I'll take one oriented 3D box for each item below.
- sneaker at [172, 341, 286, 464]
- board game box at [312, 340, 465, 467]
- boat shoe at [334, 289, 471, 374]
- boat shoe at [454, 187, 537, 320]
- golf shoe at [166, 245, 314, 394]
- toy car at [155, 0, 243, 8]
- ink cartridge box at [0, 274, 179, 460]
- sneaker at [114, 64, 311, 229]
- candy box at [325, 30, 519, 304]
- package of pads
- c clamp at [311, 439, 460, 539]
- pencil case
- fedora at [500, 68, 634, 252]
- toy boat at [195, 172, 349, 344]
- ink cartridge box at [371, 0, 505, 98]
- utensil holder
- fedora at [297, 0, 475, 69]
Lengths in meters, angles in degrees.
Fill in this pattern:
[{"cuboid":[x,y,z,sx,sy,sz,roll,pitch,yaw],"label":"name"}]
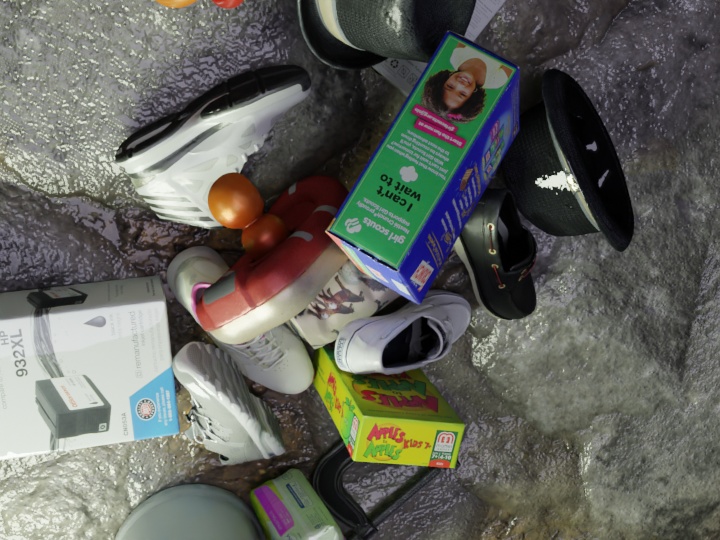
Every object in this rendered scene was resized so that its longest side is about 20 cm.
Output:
[{"cuboid":[-0.144,0.148,1.012,0.082,0.075,0.200,-26,137,2],"label":"sneaker"},{"cuboid":[0.021,0.129,1.011,0.101,0.200,0.048,8,104,-17],"label":"board game box"},{"cuboid":[0.062,0.070,1.030,0.200,0.065,0.074,-21,114,-45],"label":"boat shoe"},{"cuboid":[0.149,-0.011,1.043,0.201,0.063,0.074,58,46,-45],"label":"boat shoe"},{"cuboid":[-0.117,0.065,1.015,0.075,0.092,0.200,-44,113,0],"label":"golf shoe"},{"cuboid":[-0.114,-0.307,0.882,0.200,0.175,0.150,-35,146,-3],"label":"toy car"},{"cuboid":[-0.286,0.094,0.982,0.200,0.084,0.145,-7,108,-13],"label":"ink cartridge box"},{"cuboid":[-0.124,-0.114,0.978,0.200,0.076,0.115,-26,120,3],"label":"sneaker"},{"cuboid":[0.063,-0.082,0.893,0.077,0.169,0.200,28,84,13],"label":"candy box"},{"cuboid":[-0.041,0.327,1.080,0.068,0.154,0.200,-27,111,-13],"label":"package of pads"},{"cuboid":[0.037,0.241,1.147,0.200,0.027,0.171,-46,107,3],"label":"c clamp"},{"cuboid":[0.000,0.000,1.033,0.200,0.078,0.090,-35,107,-3],"label":"pencil case"},{"cuboid":[0.205,-0.102,1.036,0.091,0.201,0.201,-20,115,28],"label":"fedora"},{"cuboid":[-0.089,-0.034,0.927,0.130,0.200,0.131,-27,105,36],"label":"toy boat"},{"cuboid":[0.084,-0.270,0.996,0.095,0.037,0.200,37,97,-21],"label":"ink cartridge box"},{"cuboid":[-0.168,0.340,1.026,0.170,0.200,0.170,-4,107,-13],"label":"utensil holder"},{"cuboid":[0.040,-0.240,0.867,0.200,0.092,0.201,-34,150,-23],"label":"fedora"}]
